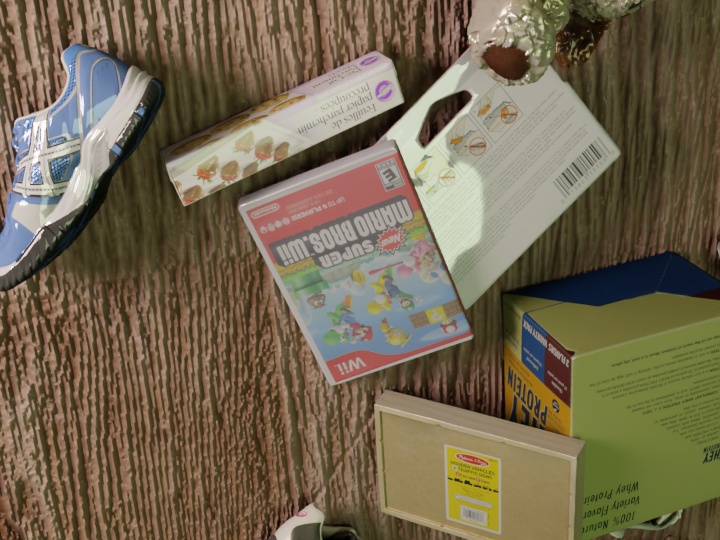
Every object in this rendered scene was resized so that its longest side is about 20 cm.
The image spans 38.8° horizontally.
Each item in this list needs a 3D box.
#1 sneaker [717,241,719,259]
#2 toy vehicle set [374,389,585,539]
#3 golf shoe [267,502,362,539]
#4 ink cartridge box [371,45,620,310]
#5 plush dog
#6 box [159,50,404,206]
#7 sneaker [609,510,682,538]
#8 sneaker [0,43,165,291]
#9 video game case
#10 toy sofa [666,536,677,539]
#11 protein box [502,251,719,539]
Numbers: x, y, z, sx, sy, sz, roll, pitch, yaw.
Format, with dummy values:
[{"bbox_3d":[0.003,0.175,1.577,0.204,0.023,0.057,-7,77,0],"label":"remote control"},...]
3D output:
[{"bbox_3d":[0.437,-0.060,1.007,0.200,0.074,0.089,-44,122,2],"label":"sneaker"},{"bbox_3d":[0.107,0.192,0.941,0.026,0.197,0.126,-40,134,-51],"label":"toy vehicle set"},{"bbox_3d":[-0.011,0.308,1.001,0.088,0.077,0.200,-49,121,-3],"label":"golf shoe"},{"bbox_3d":[0.102,-0.093,0.883,0.200,0.044,0.174,-44,114,3],"label":"ink cartridge box"},{"bbox_3d":[0.176,-0.245,0.781,0.170,0.163,0.199,6,145,-44],"label":"plush dog"},{"bbox_3d":[-0.062,-0.115,0.812,0.197,0.041,0.039,-26,120,-7],"label":"box"},{"bbox_3d":[0.326,0.238,1.095,0.196,0.081,0.077,-12,115,-17],"label":"sneaker"},{"bbox_3d":[-0.226,-0.075,0.760,0.076,0.076,0.201,34,98,-7],"label":"sneaker"},{"bbox_3d":[0.000,0.000,0.872,0.141,0.018,0.202,-19,121,11],"label":"video game case"},{"bbox_3d":[0.289,0.372,1.129,0.196,0.098,0.084,-6,115,-19],"label":"toy sofa"},{"bbox_3d":[0.252,0.117,0.979,0.195,0.135,0.204,-13,116,-16],"label":"protein box"}]
